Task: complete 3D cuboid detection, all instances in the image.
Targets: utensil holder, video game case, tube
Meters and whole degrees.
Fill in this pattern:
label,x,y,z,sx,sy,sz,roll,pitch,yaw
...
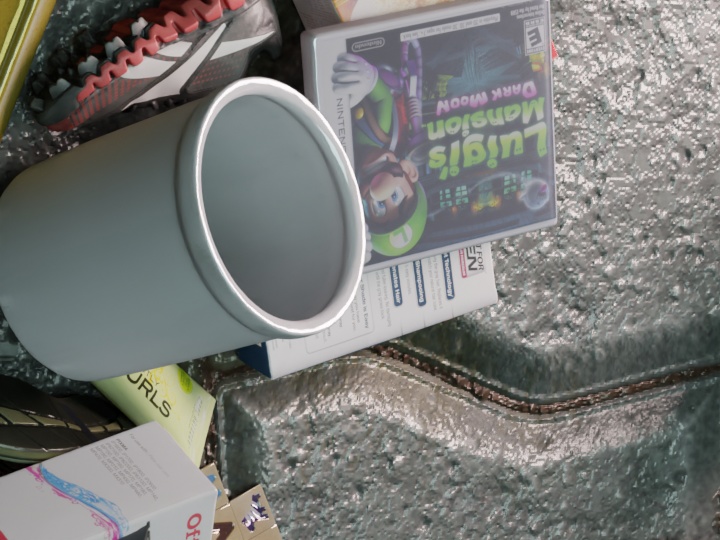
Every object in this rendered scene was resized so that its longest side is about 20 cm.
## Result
label,x,y,z,sx,sy,sz,roll,pitch,yaw
utensil holder,-0.125,-0.021,1.620,0.170,0.199,0.171,22,61,-47
video game case,0.053,-0.100,1.753,0.199,0.023,0.183,-14,113,-27
tube,-0.172,0.062,1.735,0.058,0.052,0.200,-49,121,-10

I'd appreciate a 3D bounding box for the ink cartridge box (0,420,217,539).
label,x,y,z,sx,sy,sz,roll,pitch,yaw
ink cartridge box,-0.204,0.205,1.637,0.199,0.086,0.148,-18,135,-32

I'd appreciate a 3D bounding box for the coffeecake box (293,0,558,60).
label,x,y,z,sx,sy,sz,roll,pitch,yaw
coffeecake box,0.036,-0.207,1.768,0.153,0.073,0.201,-35,119,-18

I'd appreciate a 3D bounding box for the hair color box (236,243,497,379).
label,x,y,z,sx,sy,sz,roll,pitch,yaw
hair color box,0.000,0.000,1.813,0.199,0.060,0.101,-18,112,-25

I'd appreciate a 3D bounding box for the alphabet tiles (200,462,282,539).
label,x,y,z,sx,sy,sz,roll,pitch,yaw
alphabet tiles,-0.127,0.244,1.792,0.199,0.006,0.167,-27,101,-40

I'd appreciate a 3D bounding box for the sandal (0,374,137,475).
label,x,y,z,sx,sy,sz,roll,pitch,yaw
sandal,-0.219,0.122,1.685,0.057,0.080,0.201,-51,147,14

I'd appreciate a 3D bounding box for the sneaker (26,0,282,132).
label,x,y,z,sx,sy,sz,roll,pitch,yaw
sneaker,-0.134,-0.141,1.688,0.200,0.071,0.098,-35,116,-19

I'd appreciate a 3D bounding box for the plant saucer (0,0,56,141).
label,x,y,z,sx,sy,sz,roll,pitch,yaw
plant saucer,-0.288,-0.181,1.601,0.199,0.048,0.201,20,94,-33
